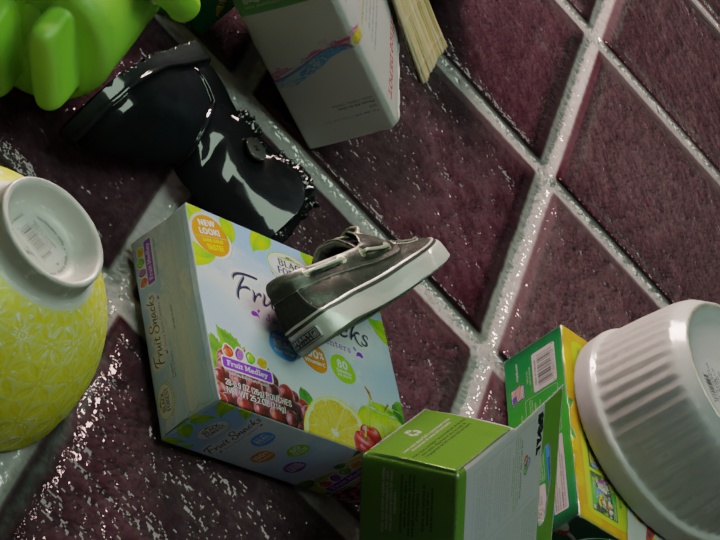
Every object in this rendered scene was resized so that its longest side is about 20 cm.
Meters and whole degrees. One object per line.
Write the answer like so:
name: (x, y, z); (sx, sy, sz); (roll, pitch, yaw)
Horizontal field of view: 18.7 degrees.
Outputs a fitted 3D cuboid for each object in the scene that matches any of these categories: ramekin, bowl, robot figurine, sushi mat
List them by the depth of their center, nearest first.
bowl: (-0.225, 0.001, 1.372); (0.200, 0.108, 0.200); (34, 36, -30)
robot figurine: (-0.206, -0.202, 1.567); (0.175, 0.116, 0.200); (13, 44, 16)
ramekin: (0.281, 0.120, 1.806); (0.200, 0.105, 0.200); (34, 37, -31)
sushi mat: (0.032, -0.267, 1.888); (0.096, 0.012, 0.200); (-64, 139, -58)

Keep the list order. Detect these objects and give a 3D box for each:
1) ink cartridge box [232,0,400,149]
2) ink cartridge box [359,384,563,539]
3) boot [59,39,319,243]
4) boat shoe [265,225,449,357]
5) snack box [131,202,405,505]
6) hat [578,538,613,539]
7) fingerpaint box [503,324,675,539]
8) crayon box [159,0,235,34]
ink cartridge box: (-0.038, -0.223, 1.795); (0.145, 0.087, 0.200); (-88, 157, -44)
ink cartridge box: (0.075, 0.173, 1.578); (0.200, 0.076, 0.148); (-31, 127, -60)
boot: (-0.118, -0.080, 1.624); (0.168, 0.076, 0.200); (51, 25, 0)
boat shoe: (0.000, 0.000, 1.588); (0.064, 0.071, 0.200); (56, 31, 3)
snack box: (-0.063, 0.062, 1.573); (0.200, 0.068, 0.169); (25, 41, -42)
hat: (0.159, 0.316, 1.576); (0.200, 0.166, 0.176); (41, 44, 20)
fingerpaint box: (0.204, 0.173, 1.824); (0.167, 0.073, 0.200); (32, 38, -32)
crayon box: (-0.164, -0.304, 1.794); (0.119, 0.058, 0.200); (27, 41, -38)
